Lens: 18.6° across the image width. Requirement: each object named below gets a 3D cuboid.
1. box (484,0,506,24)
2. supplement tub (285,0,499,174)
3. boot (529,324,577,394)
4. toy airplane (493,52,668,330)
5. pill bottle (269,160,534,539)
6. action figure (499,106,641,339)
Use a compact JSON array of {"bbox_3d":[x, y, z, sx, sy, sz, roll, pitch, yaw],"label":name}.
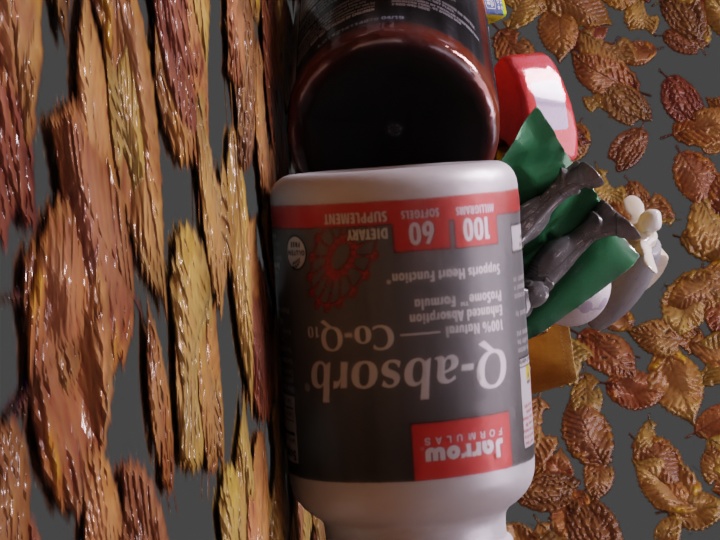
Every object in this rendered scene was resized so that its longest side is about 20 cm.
[{"bbox_3d":[0.023,-0.237,1.291,0.070,0.064,0.201,-4,81,-54],"label":"box"},{"bbox_3d":[0.016,-0.111,1.144,0.200,0.106,0.107,-89,174,-62],"label":"supplement tub"},{"bbox_3d":[0.062,0.076,1.353,0.071,0.143,0.202,77,10,-61],"label":"boot"},{"bbox_3d":[0.080,0.006,1.231,0.141,0.200,0.199,26,-21,46],"label":"toy airplane"},{"bbox_3d":[0.021,0.053,1.012,0.116,0.115,0.201,-44,129,-85],"label":"pill bottle"},{"bbox_3d":[0.050,0.027,1.114,0.118,0.200,0.055,49,-5,-32],"label":"action figure"}]
